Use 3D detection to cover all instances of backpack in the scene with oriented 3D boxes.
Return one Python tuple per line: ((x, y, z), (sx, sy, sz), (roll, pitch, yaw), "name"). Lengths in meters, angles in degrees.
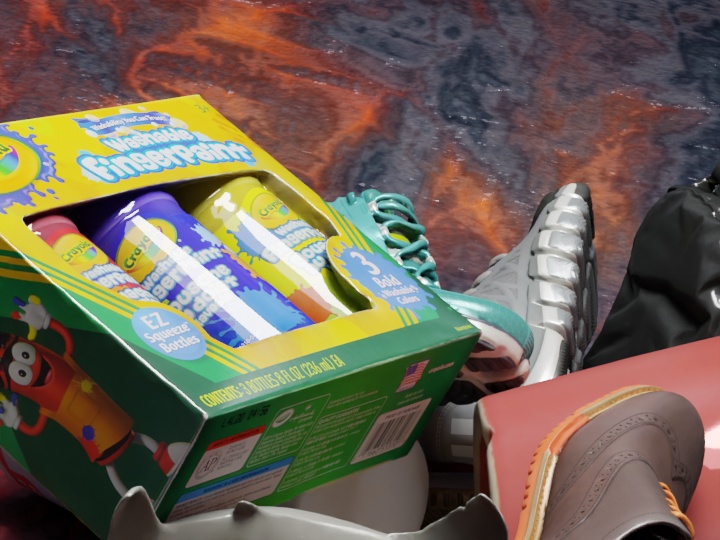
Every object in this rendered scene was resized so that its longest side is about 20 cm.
((0.216, 0.054, 1.368), (0.200, 0.167, 0.127), (14, 26, -27), "backpack")

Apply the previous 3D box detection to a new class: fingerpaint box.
((-0.075, 0.013, 1.095), (0.167, 0.073, 0.200), (40, 26, 21), "fingerpaint box")

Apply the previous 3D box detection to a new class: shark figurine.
((0.004, 0.106, 1.009), (0.214, 0.090, 0.128), (29, 35, -17), "shark figurine")

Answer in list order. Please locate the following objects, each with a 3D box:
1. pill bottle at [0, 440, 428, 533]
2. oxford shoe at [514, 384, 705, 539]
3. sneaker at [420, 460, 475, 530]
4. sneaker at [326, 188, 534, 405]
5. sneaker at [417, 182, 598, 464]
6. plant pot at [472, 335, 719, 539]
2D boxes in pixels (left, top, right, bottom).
((-0.069, 0.075, 1.251), (0.109, 0.109, 0.200), (-15, 27, -42), "pill bottle")
((0.093, 0.101, 0.993), (0.073, 0.071, 0.200), (-14, 23, 32), "oxford shoe")
((0.092, 0.099, 1.309), (0.200, 0.071, 0.112), (4, 26, -1), "sneaker")
((0.000, 0.000, 1.236), (0.200, 0.078, 0.080), (21, 70, 43), "sneaker")
((0.047, 0.021, 1.308), (0.115, 0.075, 0.200), (0, 31, 11), "sneaker")
((0.139, 0.116, 1.155), (0.177, 0.200, 0.200), (-4, 23, 0), "plant pot")
